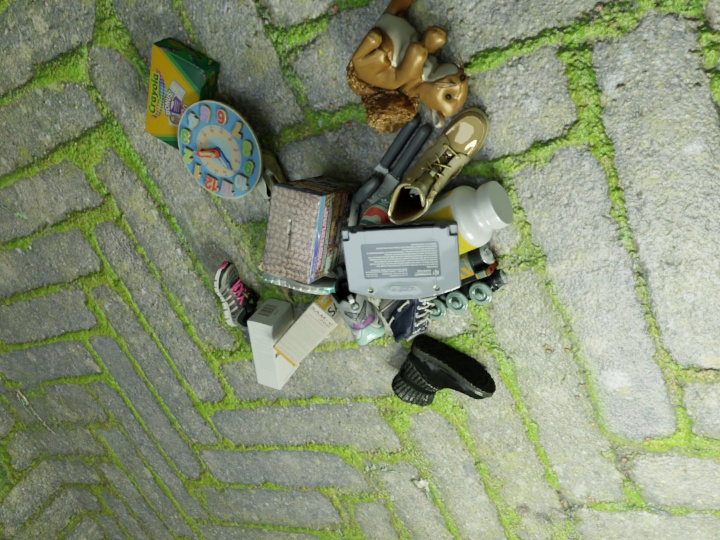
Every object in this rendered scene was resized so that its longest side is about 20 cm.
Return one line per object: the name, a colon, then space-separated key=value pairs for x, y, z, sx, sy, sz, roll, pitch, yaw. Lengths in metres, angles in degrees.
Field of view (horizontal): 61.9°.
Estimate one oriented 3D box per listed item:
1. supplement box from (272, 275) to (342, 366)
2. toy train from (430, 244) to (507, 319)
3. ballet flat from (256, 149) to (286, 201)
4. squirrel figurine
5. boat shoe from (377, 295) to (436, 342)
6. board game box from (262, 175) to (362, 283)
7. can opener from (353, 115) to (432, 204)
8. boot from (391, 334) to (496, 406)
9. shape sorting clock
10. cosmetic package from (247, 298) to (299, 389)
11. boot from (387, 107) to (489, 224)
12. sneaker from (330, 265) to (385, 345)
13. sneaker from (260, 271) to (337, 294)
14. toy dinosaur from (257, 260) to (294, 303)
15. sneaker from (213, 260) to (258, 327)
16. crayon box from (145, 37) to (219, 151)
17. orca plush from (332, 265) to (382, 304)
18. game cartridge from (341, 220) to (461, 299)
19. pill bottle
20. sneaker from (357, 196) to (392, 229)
supplement box: x=-0.098 y=0.112 z=1.340 sx=0.073 sy=0.126 sz=0.200 roll=42 pitch=131 yaw=-2
toy train: x=0.181 y=0.020 z=1.161 sx=0.199 sy=0.085 sz=0.114 roll=-24 pitch=98 yaw=37
ballet flat: x=-0.170 y=-0.151 z=1.242 sx=0.070 sy=0.071 sz=0.201 roll=-15 pitch=113 yaw=35
squirrel figurine: x=0.077 y=-0.312 z=0.978 sx=0.186 sy=0.142 sz=0.200 roll=35 pitch=146 yaw=-11
boat shoe: x=0.117 y=0.060 z=1.119 sx=0.200 sy=0.074 sz=0.093 roll=-44 pitch=61 yaw=45
board game box: x=-0.085 y=-0.084 z=1.128 sx=0.096 sy=0.200 sz=0.160 roll=15 pitch=107 yaw=18
can opener: x=0.059 y=-0.190 z=1.097 sx=0.053 sy=0.066 sz=0.200 roll=39 pitch=126 yaw=1
boot: x=0.178 y=0.249 z=1.311 sx=0.211 sy=0.079 sz=0.158 roll=32 pitch=124 yaw=20
shape sorting clock: x=-0.281 y=-0.235 z=1.187 sx=0.199 sy=0.039 sz=0.201 roll=16 pitch=129 yaw=20
cosmetic package: x=-0.209 y=0.179 z=1.463 sx=0.074 sy=0.102 sz=0.201 roll=11 pitch=126 yaw=23
boot: x=0.128 y=-0.172 z=1.006 sx=0.073 sy=0.156 sz=0.200 roll=43 pitch=130 yaw=-4
sneaker: x=-0.015 y=0.053 z=1.169 sx=0.077 sy=0.200 sz=0.140 roll=-29 pitch=101 yaw=-7
sneaker: x=-0.125 y=-0.005 z=1.248 sx=0.199 sy=0.077 sz=0.092 roll=14 pitch=93 yaw=31
toy dinosaur: x=-0.176 y=0.003 z=1.354 sx=0.101 sy=0.058 sz=0.201 roll=27 pitch=130 yaw=8
sneaker: x=-0.291 y=0.063 z=1.448 sx=0.087 sy=0.074 sz=0.201 roll=13 pitch=131 yaw=21
crayon box: x=-0.364 y=-0.349 z=1.217 sx=0.118 sy=0.058 sz=0.201 roll=29 pitch=130 yaw=7
orca plush: x=0.000 y=0.000 z=1.247 sx=0.200 sy=0.105 sz=0.071 roll=36 pitch=95 yaw=28
game cartridge: x=0.072 y=-0.016 z=1.040 sx=0.199 sy=0.042 sz=0.134 roll=-2 pitch=117 yaw=12
pill bottle: x=0.165 y=-0.083 z=1.075 sx=0.199 sy=0.112 sz=0.112 roll=-23 pitch=108 yaw=38
sneaker: x=0.040 y=-0.079 z=1.152 sx=0.070 sy=0.094 sz=0.200 roll=28 pitch=171 yaw=10
